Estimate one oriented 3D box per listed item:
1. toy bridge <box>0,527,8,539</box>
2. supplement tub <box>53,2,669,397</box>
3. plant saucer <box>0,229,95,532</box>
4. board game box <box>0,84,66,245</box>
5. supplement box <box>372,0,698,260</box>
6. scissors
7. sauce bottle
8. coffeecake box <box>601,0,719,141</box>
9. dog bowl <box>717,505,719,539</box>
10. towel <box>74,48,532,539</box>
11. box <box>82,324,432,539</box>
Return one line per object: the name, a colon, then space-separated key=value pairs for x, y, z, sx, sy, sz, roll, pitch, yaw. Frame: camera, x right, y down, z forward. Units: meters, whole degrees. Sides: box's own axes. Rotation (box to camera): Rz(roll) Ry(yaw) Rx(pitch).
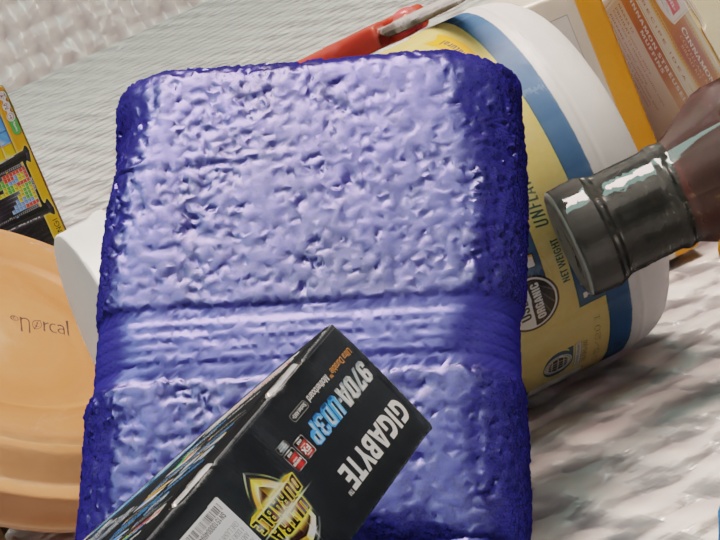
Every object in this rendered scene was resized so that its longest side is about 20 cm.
toy bridge: x=-0.123 y=0.085 z=1.212 sx=0.067 sy=0.027 sz=0.200 roll=-15 pitch=14 yaw=41
supplement tub: x=0.000 y=0.000 z=1.065 sx=0.199 sy=0.145 sz=0.145 roll=-26 pitch=12 yaw=-13
plant saucer: x=-0.151 y=0.034 z=1.160 sx=0.200 sy=0.032 sz=0.201 roll=18 pitch=27 yaw=-9
board game box: x=-0.210 y=-0.002 z=1.423 sx=0.057 sy=0.166 sz=0.200 roll=-28 pitch=12 yaw=-29
supplement box: x=0.025 y=-0.029 z=1.195 sx=0.199 sy=0.126 sz=0.074 roll=-24 pitch=11 yaw=-5
scissors: x=0.020 y=-0.101 z=1.124 sx=0.073 sy=0.014 sz=0.200 roll=-26 pitch=3 yaw=-27
sauce bottle: x=0.162 y=-0.050 z=0.992 sx=0.199 sy=0.066 sz=0.066 roll=-27 pitch=12 yaw=-3
coffeecake box: x=0.179 y=-0.112 z=1.253 sx=0.153 sy=0.073 sz=0.200 roll=-26 pitch=-8 yaw=-16
dog bowl: x=0.047 y=0.110 z=0.718 sx=0.199 sy=0.050 sz=0.111 roll=-15 pitch=14 yaw=36
towel: x=-0.016 y=0.022 z=0.935 sx=0.147 sy=0.050 sz=0.201 roll=-3 pitch=59 yaw=8
box: x=-0.082 y=0.114 z=0.794 sx=0.200 sy=0.046 sz=0.159 roll=-41 pitch=3 yaw=26
